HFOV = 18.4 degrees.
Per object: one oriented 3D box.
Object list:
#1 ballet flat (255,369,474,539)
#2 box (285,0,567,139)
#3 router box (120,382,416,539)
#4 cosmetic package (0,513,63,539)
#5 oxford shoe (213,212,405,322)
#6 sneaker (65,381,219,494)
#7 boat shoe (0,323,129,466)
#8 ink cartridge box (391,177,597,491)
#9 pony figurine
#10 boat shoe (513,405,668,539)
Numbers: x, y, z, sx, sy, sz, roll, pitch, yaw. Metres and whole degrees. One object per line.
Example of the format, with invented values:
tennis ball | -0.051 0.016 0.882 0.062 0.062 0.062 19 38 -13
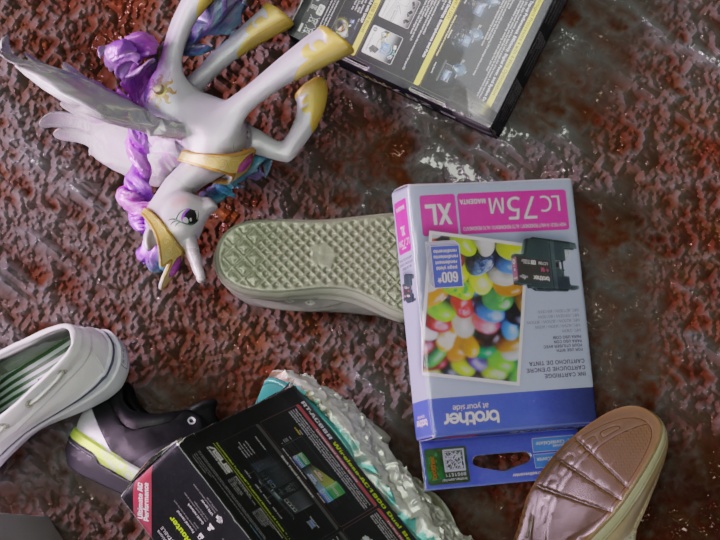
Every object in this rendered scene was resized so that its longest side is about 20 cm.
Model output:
ballet flat | 0.009 0.144 1.484 0.072 0.072 0.200 -40 80 3
box | 0.065 -0.214 1.521 0.161 0.049 0.200 25 88 14
router box | -0.036 0.179 1.390 0.062 0.150 0.200 -43 79 29
cosmetic package | -0.237 0.221 1.446 0.085 0.200 0.108 -35 76 3
oxford shoe | 0.000 0.000 1.507 0.200 0.058 0.075 4 75 -4
sneaker | -0.107 0.128 1.499 0.200 0.072 0.083 23 87 12
boat shoe | -0.254 0.088 1.514 0.200 0.067 0.074 -33 55 15
ink cartridge box | 0.090 0.041 1.469 0.119 0.042 0.200 -3 84 -18
pony figurine | -0.126 -0.108 1.479 0.193 0.167 0.200 36 85 19
boat shoe | 0.143 0.181 1.455 0.072 0.065 0.200 32 91 48
